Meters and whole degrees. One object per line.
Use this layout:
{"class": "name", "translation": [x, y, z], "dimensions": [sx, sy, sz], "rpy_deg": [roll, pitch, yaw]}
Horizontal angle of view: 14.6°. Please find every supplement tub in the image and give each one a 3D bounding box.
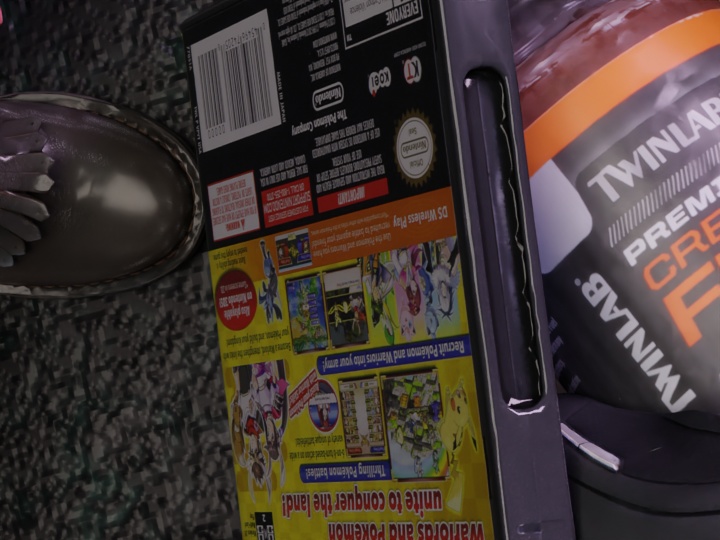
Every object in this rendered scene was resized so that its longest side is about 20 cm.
{"class": "supplement tub", "translation": [0.092, -0.007, 0.799], "dimensions": [0.107, 0.107, 0.200], "rpy_deg": [-42, 76, 16]}

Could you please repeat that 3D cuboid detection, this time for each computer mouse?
{"class": "computer mouse", "translation": [0.072, 0.097, 0.771], "dimensions": [0.200, 0.046, 0.140], "rpy_deg": [18, 132, 57]}

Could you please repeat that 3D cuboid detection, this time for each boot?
{"class": "boot", "translation": [-0.152, -0.022, 0.845], "dimensions": [0.200, 0.174, 0.069], "rpy_deg": [7, 96, 3]}

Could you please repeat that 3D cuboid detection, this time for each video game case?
{"class": "video game case", "translation": [0.000, 0.000, 0.807], "dimensions": [0.025, 0.200, 0.181], "rpy_deg": [-6, 87, -23]}

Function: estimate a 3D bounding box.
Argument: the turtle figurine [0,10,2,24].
{"class": "turtle figurine", "translation": [-0.185, -0.114, 0.872], "dimensions": [0.200, 0.150, 0.101], "rpy_deg": [-4, 63, 20]}
